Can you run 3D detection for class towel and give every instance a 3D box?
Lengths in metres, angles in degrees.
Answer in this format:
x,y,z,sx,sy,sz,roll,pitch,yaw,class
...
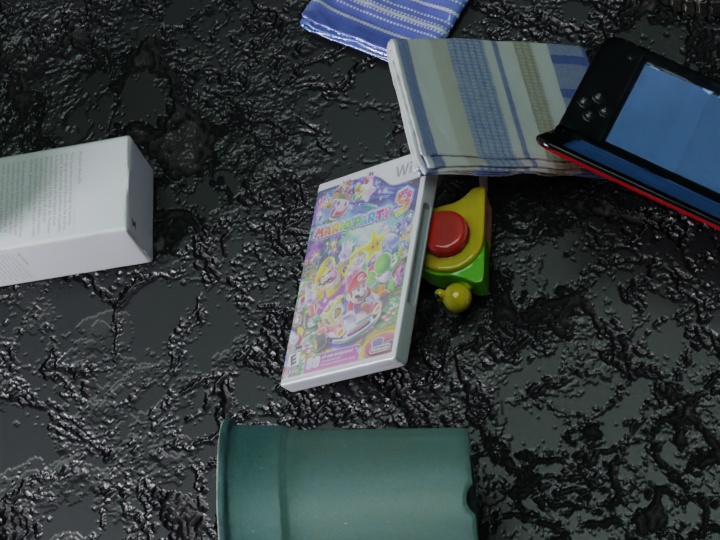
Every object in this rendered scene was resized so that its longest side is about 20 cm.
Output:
x,y,z,sx,sy,sz,roll,pitch,yaw,class
0.046,-0.289,1.866,0.144,0.024,0.201,24,71,24,towel
0.125,-0.142,1.715,0.198,0.024,0.148,-1,58,-21,towel

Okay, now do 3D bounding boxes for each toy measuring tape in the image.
x,y,z,sx,sy,sz,roll,pitch,yaw,class
0.079,-0.055,1.708,0.073,0.074,0.202,-3,62,14,toy measuring tape

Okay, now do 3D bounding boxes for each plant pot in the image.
x,y,z,sx,sy,sz,roll,pitch,yaw,class
-0.003,0.207,1.531,0.194,0.201,0.202,-6,61,4,plant pot

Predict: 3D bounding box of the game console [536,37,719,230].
x,y,z,sx,sy,sz,roll,pitch,yaw,class
0.266,-0.113,1.633,0.199,0.119,0.173,26,72,10,game console

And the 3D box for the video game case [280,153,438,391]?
x,y,z,sx,sy,sz,roll,pitch,yaw,class
0.000,0.000,1.691,0.143,0.018,0.201,-16,54,44,video game case

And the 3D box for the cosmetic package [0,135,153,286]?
x,y,z,sx,sy,sz,roll,pitch,yaw,class
-0.296,-0.051,1.808,0.198,0.071,0.102,-8,62,12,cosmetic package

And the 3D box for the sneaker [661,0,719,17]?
x,y,z,sx,sy,sz,roll,pitch,yaw,class
0.340,-0.280,1.756,0.198,0.079,0.090,15,60,13,sneaker
